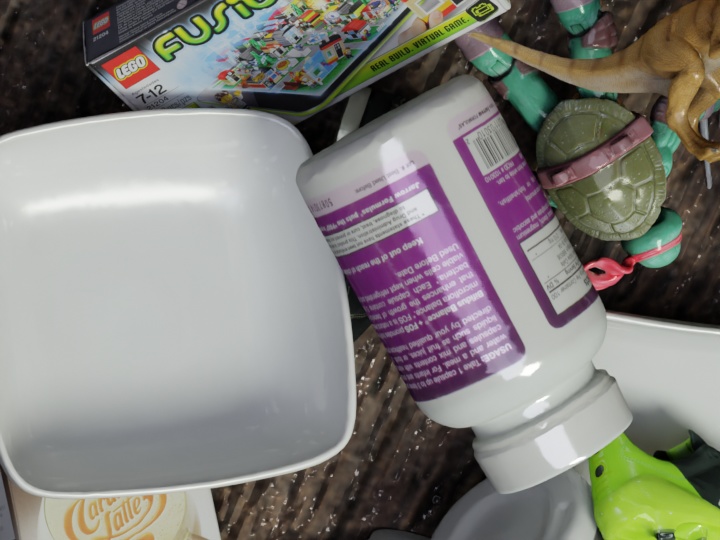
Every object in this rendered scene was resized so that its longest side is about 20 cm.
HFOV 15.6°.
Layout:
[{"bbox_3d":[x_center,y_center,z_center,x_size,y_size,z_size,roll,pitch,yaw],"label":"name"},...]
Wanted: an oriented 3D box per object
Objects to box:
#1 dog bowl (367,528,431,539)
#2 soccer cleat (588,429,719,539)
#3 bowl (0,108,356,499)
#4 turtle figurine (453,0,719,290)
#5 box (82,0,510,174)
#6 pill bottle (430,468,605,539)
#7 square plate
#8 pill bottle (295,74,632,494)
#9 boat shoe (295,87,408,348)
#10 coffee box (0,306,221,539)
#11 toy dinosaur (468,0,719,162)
[{"bbox_3d":[0.005,0.254,1.547,0.199,0.059,0.201,0,108,-1],"label":"dog bowl"},{"bbox_3d":[0.205,0.133,1.459,0.200,0.081,0.067,18,137,-38],"label":"soccer cleat"},{"bbox_3d":[-0.111,0.021,1.384,0.199,0.075,0.201,-6,80,-18],"label":"bowl"},{"bbox_3d":[0.131,-0.071,1.425,0.149,0.101,0.200,-28,101,8],"label":"turtle figurine"},{"bbox_3d":[-0.034,-0.134,1.384,0.200,0.035,0.110,-27,136,20],"label":"box"},{"bbox_3d":[0.131,0.209,1.487,0.111,0.111,0.200,-34,120,10],"label":"pill bottle"},{"bbox_3d":[0.176,0.101,1.491,0.199,0.028,0.199,7,128,-3],"label":"square plate"},{"bbox_3d":[0.059,0.010,1.365,0.112,0.112,0.200,-28,95,8],"label":"pill bottle"},{"bbox_3d":[0.000,0.000,1.455,0.067,0.072,0.201,14,105,-6],"label":"boat shoe"},{"bbox_3d":[-0.144,0.130,1.442,0.114,0.080,0.201,-12,88,-20],"label":"coffee box"},{"bbox_3d":[0.158,-0.105,1.332,0.200,0.060,0.107,-21,85,43],"label":"toy dinosaur"}]
